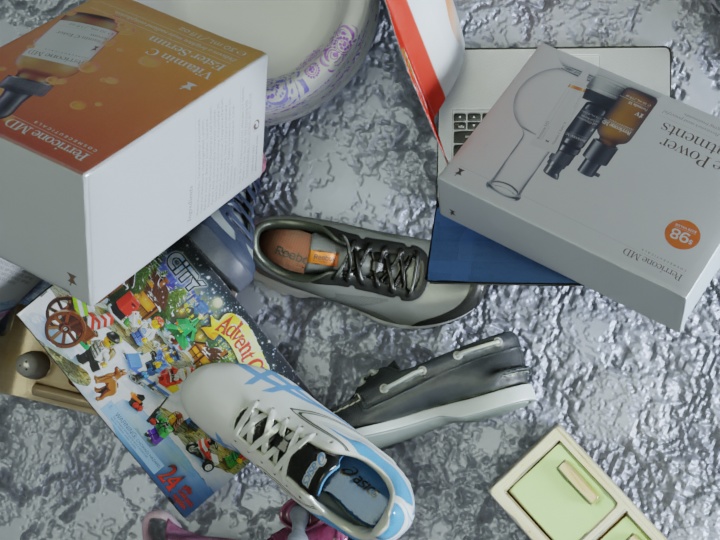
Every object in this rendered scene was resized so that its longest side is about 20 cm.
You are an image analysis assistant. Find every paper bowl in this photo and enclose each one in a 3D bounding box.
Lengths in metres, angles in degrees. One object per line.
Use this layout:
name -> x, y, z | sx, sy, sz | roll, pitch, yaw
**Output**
paper bowl -> -0.084, -0.215, 1.065 | 0.199, 0.104, 0.202 | -1, 85, 8

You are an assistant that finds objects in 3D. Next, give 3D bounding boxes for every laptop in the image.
laptop -> 0.147, -0.084, 1.017 | 0.186, 0.116, 0.202 | 1, 85, 7

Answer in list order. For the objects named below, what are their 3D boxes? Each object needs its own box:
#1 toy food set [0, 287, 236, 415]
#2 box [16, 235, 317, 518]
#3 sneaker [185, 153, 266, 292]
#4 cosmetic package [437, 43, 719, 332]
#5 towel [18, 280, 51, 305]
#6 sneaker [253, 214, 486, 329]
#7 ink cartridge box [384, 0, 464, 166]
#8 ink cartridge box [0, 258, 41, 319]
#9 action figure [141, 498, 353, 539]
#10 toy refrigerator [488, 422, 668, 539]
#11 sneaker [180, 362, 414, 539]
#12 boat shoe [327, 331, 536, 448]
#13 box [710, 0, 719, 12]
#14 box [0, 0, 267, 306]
toy food set -> -0.204, 0.048, 1.080 | 0.199, 0.060, 0.145 | 12, 87, 8
box -> -0.146, 0.068, 1.024 | 0.136, 0.038, 0.200 | -40, 98, -11
sneaker -> -0.105, -0.061, 1.024 | 0.082, 0.070, 0.200 | -35, 39, 2
cosmetic package -> 0.178, -0.065, 0.966 | 0.199, 0.052, 0.151 | 27, 66, 22
towel -> -0.270, -0.045, 1.075 | 0.198, 0.024, 0.148 | 6, 83, 15
sneaker -> 0.000, 0.000, 1.049 | 0.199, 0.079, 0.075 | 10, 85, 7
ink cartridge box -> 0.049, -0.188, 0.985 | 0.050, 0.162, 0.201 | -20, 60, 7
ink cartridge box -> -0.337, -0.015, 1.032 | 0.200, 0.086, 0.148 | -42, 71, 2
action figure -> -0.054, 0.232, 1.042 | 0.199, 0.149, 0.135 | -24, 116, -12
toy refrigerator -> 0.191, 0.214, 1.009 | 0.076, 0.070, 0.200 | -43, 81, 2
sneaker -> -0.046, 0.128, 0.975 | 0.199, 0.072, 0.072 | 32, 88, 10
boat shoe -> 0.035, 0.099, 1.041 | 0.199, 0.076, 0.061 | -15, 74, 4
box -> 0.353, -0.274, 1.018 | 0.200, 0.097, 0.177 | -39, 84, 4
box -> -0.181, -0.093, 0.932 | 0.152, 0.200, 0.107 | 24, 131, 21
